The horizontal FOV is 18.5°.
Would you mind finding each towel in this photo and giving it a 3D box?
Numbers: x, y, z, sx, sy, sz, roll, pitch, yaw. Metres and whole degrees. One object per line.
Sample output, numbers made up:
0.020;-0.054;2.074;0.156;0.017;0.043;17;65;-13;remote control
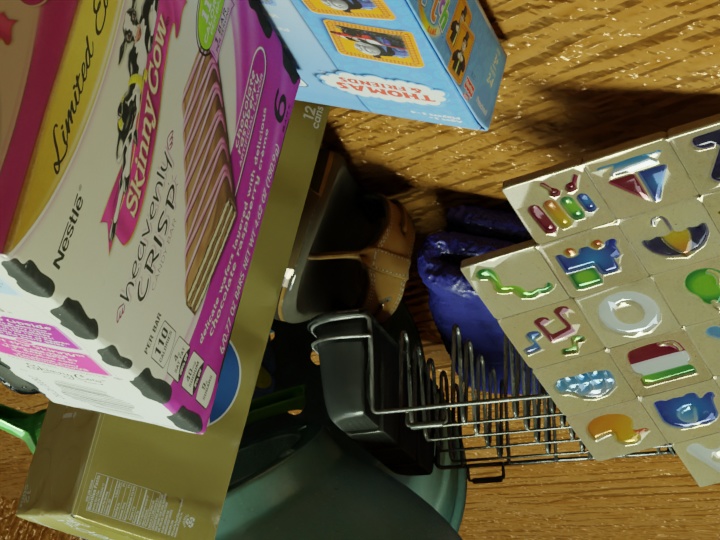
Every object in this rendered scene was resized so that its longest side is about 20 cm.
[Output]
0.109;0.021;1.074;0.148;0.050;0.200;6;164;10;towel

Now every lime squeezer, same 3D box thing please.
-0.129;0.078;1.080;0.200;0.038;0.071;6;150;-2;lime squeezer

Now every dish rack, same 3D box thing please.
0.088;0.056;1.004;0.200;0.055;0.153;-5;164;13;dish rack

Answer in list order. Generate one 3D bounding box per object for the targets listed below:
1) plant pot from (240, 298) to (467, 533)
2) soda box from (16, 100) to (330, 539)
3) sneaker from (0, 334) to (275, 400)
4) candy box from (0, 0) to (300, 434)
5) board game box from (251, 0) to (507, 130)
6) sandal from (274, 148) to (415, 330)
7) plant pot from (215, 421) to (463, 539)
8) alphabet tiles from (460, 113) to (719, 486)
-0.039;0.085;1.216;0.200;0.200;0.196;14;158;7;plant pot
-0.077;0.016;0.919;0.064;0.200;0.068;22;165;-24;soda box
-0.138;0.024;1.100;0.200;0.071;0.083;16;136;-10;sneaker
-0.081;-0.041;0.679;0.061;0.136;0.200;10;166;15;candy box
-0.046;-0.108;0.736;0.151;0.037;0.200;11;165;19;board game box
0.000;0.000;1.022;0.055;0.082;0.200;13;167;14;sandal
-0.042;0.153;1.026;0.200;0.134;0.200;-25;-174;3;plant pot
0.143;0.017;0.874;0.166;0.006;0.200;-17;132;23;alphabet tiles
